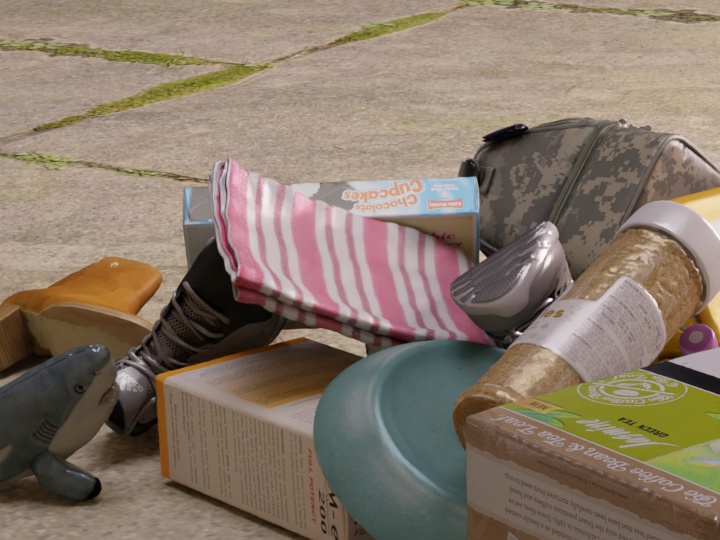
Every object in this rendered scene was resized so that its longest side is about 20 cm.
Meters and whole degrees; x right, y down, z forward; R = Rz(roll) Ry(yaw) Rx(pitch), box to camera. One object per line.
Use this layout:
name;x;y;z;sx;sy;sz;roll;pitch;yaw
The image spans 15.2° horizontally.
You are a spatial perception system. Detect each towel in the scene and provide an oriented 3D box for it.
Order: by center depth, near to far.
towel;0.000;0.000;1.722;0.199;0.030;0.147;18;26;-20

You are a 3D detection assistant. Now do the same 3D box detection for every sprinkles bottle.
sprinkles bottle;0.136;0.041;1.564;0.068;0.068;0.200;10;41;39

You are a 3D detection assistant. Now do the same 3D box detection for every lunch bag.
lunch bag;0.179;-0.018;1.891;0.167;0.140;0.200;11;-17;46

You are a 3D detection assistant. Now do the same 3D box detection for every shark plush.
shark plush;-0.248;0.090;1.730;0.199;0.083;0.091;-3;47;12

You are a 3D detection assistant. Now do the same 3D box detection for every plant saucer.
plant saucer;0.072;0.103;1.589;0.199;0.036;0.200;13;38;-10

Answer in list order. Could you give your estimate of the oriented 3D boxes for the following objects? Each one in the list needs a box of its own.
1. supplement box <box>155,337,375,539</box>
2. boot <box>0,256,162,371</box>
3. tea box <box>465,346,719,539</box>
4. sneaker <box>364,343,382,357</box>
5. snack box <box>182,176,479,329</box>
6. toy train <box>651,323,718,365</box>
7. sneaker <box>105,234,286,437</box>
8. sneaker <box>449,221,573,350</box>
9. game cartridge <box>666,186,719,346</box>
supplement box;-0.023;0.107;1.699;0.126;0.074;0.200;-13;18;-36
boot;-0.186;0.030;1.996;0.200;0.071;0.144;-1;22;37
tea box;0.190;0.142;1.426;0.196;0.134;0.200;-14;20;-35
sneaker;0.038;0.074;1.834;0.075;0.077;0.200;-3;-3;12
snack box;-0.018;-0.010;1.842;0.199;0.116;0.037;-2;50;0
toy train;0.209;0.097;1.683;0.056;0.150;0.200;-47;25;-17
sneaker;-0.122;0.056;1.787;0.075;0.200;0.115;46;53;11
sneaker;0.111;0.020;1.674;0.075;0.082;0.200;-33;-2;10
game cartridge;0.290;0.020;1.811;0.199;0.177;0.032;-16;-11;-40
